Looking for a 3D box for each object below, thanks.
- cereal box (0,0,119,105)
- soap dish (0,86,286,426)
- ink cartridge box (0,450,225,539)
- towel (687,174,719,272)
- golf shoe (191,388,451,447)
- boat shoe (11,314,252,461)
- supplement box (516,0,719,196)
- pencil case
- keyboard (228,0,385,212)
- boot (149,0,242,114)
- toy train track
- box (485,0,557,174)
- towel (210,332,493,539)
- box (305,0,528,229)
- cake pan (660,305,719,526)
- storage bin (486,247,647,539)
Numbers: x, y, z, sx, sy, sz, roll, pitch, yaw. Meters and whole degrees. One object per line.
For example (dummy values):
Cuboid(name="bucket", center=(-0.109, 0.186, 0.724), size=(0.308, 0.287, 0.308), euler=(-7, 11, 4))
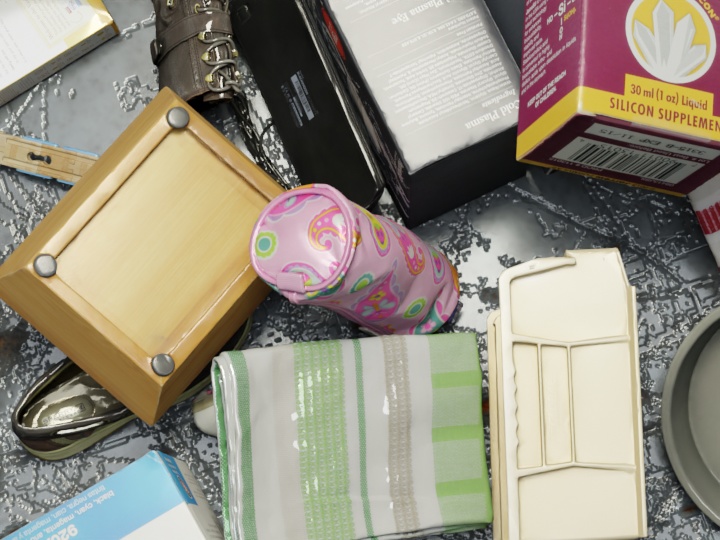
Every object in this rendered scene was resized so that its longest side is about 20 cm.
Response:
Cuboid(name="cereal box", center=(-0.306, -0.192, 1.707), size=(0.200, 0.040, 0.144), euler=(-31, 81, -2))
Cuboid(name="soap dish", center=(-0.141, -0.015, 1.592), size=(0.157, 0.081, 0.200), euler=(41, 73, -3))
Cuboid(name="ink cartridge box", center=(-0.146, 0.252, 1.573), size=(0.145, 0.147, 0.200), euler=(-30, 80, -2))
Cuboid(name="towel", center=(0.312, -0.059, 1.609), size=(0.144, 0.023, 0.200), euler=(-28, 118, -1))
Cuboid(name="golf shoe", center=(-0.025, 0.121, 1.627), size=(0.200, 0.073, 0.092), euler=(2, 82, 3))
Cuboid(name="boat shoe", center=(-0.168, 0.074, 1.644), size=(0.200, 0.065, 0.073), euler=(-36, 80, -4))
Cuboid(name="supplement box", center=(0.185, -0.166, 1.483), size=(0.131, 0.103, 0.200), euler=(10, 70, -18))
Cuboid(name="pencil case", center=(0.000, 0.000, 1.585), size=(0.087, 0.200, 0.088), euler=(-6, 74, 23))
Cuboid(name="keyboard", center=(-0.051, -0.119, 1.659), size=(0.021, 0.127, 0.200), euler=(-12, 75, -43))
Cuboid(name="boot", center=(-0.109, -0.208, 1.641), size=(0.069, 0.200, 0.174), euler=(-2, 73, -29))
Cuboid(name="toy train track", center=(-0.198, -0.076, 1.687), size=(0.200, 0.033, 0.115), euler=(14, 99, 11))
Cuboid(name="box", center=(0.191, -0.204, 1.621), size=(0.200, 0.117, 0.197), euler=(-22, 79, -22))
Cuboid(name="towel", center=(-0.002, 0.122, 1.569), size=(0.200, 0.031, 0.149), euler=(-5, 92, -21))
Cuboid(name="box", center=(0.041, -0.147, 1.603), size=(0.104, 0.200, 0.182), euler=(-26, 80, -3))
Cuboid(name="cake pan", center=(0.316, 0.104, 1.593), size=(0.200, 0.037, 0.201), euler=(5, 104, 19))
Cuboid(name="storage bin", center=(0.139, 0.098, 1.558), size=(0.094, 0.200, 0.199), euler=(-2, 81, 1))
